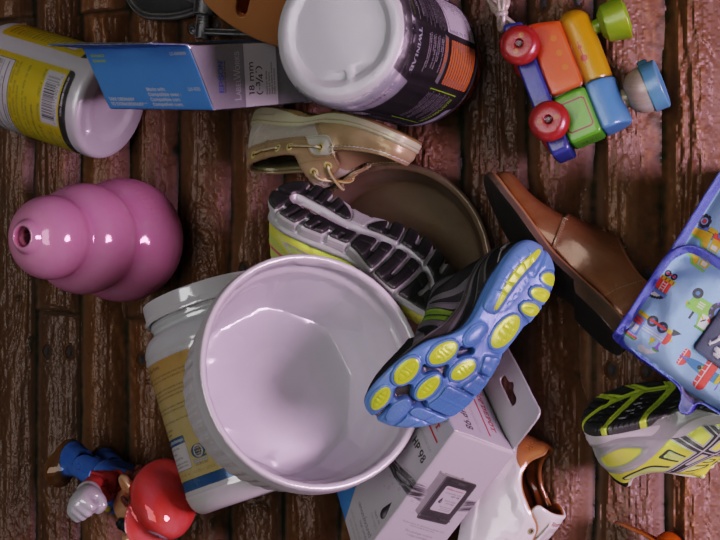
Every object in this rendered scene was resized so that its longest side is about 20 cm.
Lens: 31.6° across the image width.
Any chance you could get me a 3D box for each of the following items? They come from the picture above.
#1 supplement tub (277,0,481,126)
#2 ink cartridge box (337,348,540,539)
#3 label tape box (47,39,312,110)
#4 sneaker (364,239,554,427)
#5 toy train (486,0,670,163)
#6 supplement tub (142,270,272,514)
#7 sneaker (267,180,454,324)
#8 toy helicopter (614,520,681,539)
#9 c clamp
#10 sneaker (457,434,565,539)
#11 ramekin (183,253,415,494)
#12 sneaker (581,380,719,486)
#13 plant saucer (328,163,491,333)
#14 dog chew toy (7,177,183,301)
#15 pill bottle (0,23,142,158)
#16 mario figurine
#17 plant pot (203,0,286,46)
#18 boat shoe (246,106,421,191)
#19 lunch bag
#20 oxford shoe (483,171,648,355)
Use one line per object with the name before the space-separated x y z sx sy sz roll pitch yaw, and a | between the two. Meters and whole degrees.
supplement tub | 0.025 -0.189 1.092 0.122 0.200 0.123 0 90 25
ink cartridge box | 0.061 0.154 1.107 0.200 0.067 0.116 -57 28 22
label tape box | -0.162 -0.179 1.167 0.144 0.200 0.063 7 103 39
sneaker | 0.081 0.054 1.062 0.200 0.083 0.071 -47 109 -13
toy train | 0.179 -0.204 1.088 0.116 0.085 0.200 -21 81 14
supplement tub | -0.118 0.113 1.193 0.144 0.145 0.200 -22 81 24
sneaker | 0.000 0.000 1.154 0.200 0.078 0.090 33 133 15
toy helicopter | 0.276 0.277 1.055 0.200 0.079 0.133 -2 80 15
c clamp | -0.171 -0.330 1.288 0.171 0.027 0.200 1 92 31
sneaker | 0.132 0.242 1.111 0.085 0.073 0.200 4 91 28
ramekin | -0.056 0.095 1.085 0.105 0.200 0.201 -35 72 62
sneaker | 0.288 0.126 1.048 0.200 0.075 0.077 -12 117 22
plant saucer | 0.032 0.000 1.185 0.200 0.029 0.201 0 89 26
dog chew toy | -0.261 -0.031 1.232 0.124 0.200 0.125 0 89 26
pill bottle | -0.333 -0.193 1.316 0.200 0.111 0.112 20 99 24
mario figurine | -0.238 0.230 1.243 0.200 0.123 0.106 11 118 51
plant pot | -0.063 -0.295 1.152 0.200 0.200 0.140 44 124 19
boat shoe | -0.029 -0.107 1.175 0.200 0.074 0.067 11 82 45
lunch bag | 0.306 0.028 0.993 0.150 0.094 0.200 35 91 23
oxford shoe | 0.183 -0.020 1.102 0.071 0.071 0.200 -37 69 -10
